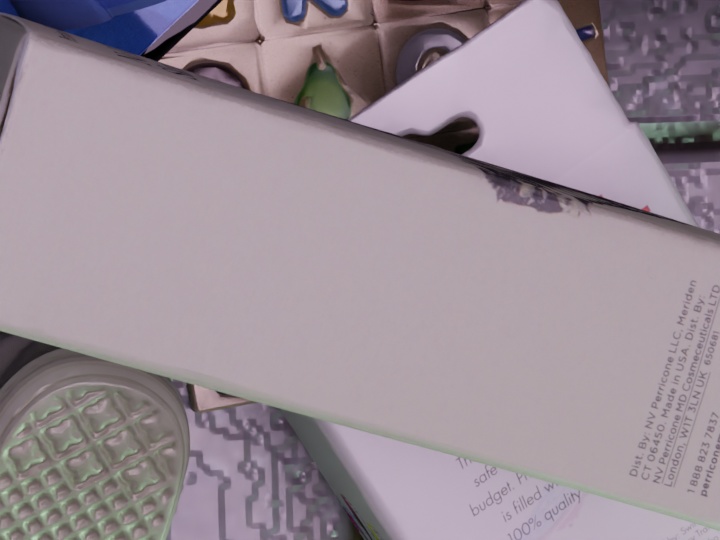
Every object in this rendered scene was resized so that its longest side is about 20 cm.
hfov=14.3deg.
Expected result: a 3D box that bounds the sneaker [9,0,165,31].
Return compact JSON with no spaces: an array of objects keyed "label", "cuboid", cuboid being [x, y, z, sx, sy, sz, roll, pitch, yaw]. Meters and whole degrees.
[{"label":"sneaker","cuboid":[-0.025,-0.124,0.662,0.078,0.200,0.070,49,37,-24]}]

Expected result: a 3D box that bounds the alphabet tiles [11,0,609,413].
[{"label":"alphabet tiles","cuboid":[-0.013,-0.066,0.794,0.166,0.006,0.201,-10,97,-14]}]

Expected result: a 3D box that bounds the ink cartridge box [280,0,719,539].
[{"label":"ink cartridge box","cuboid":[0.047,0.035,0.780,0.115,0.068,0.200,-34,105,-9]}]

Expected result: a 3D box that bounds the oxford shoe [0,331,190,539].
[{"label":"oxford shoe","cuboid":[-0.097,0.095,0.744,0.075,0.058,0.200,14,116,-22]}]

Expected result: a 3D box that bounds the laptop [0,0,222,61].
[{"label":"laptop","cuboid":[-0.144,-0.073,0.703,0.103,0.200,0.177,-34,105,35]}]

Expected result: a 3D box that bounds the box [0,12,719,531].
[{"label":"box","cuboid":[0.000,0.000,0.687,0.200,0.082,0.069,17,94,-16]}]
